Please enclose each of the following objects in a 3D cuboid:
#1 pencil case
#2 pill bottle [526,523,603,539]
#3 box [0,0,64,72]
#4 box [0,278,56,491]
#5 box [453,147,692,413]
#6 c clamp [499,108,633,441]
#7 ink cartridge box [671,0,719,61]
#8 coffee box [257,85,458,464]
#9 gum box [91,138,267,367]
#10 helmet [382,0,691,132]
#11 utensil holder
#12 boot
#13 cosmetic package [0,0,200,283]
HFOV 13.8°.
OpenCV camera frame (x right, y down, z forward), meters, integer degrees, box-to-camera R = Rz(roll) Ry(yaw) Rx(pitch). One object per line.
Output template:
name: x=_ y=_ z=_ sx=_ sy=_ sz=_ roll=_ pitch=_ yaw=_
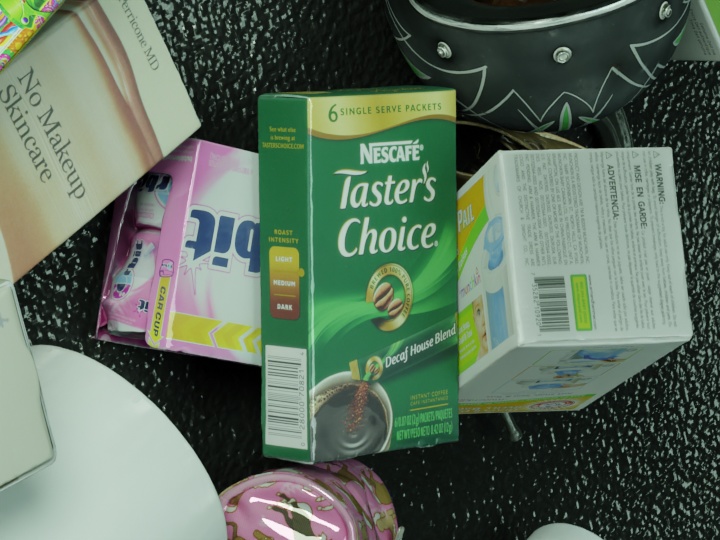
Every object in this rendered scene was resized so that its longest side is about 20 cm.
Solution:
pencil case: x=-0.029 y=0.145 z=1.623 sx=0.200 sy=0.086 sz=0.083 roll=9 pitch=69 yaw=-81
pill bottle: x=0.085 y=0.243 z=1.785 sx=0.200 sy=0.111 sz=0.113 roll=-46 pitch=124 yaw=-40
box: x=-0.238 y=-0.160 z=1.374 sx=0.200 sy=0.122 sz=0.193 roll=42 pitch=64 yaw=-8
box: x=-0.239 y=0.048 z=1.393 sx=0.078 sy=0.199 sz=0.096 roll=-28 pitch=113 yaw=-38
box: x=0.102 y=0.009 z=1.681 sx=0.101 sy=0.200 sz=0.113 roll=-2 pitch=76 yaw=-15
c clamp: x=0.113 y=-0.023 z=1.852 sx=0.200 sy=0.027 sz=0.171 roll=-44 pitch=118 yaw=-30
ink cartridge box: x=0.214 y=-0.206 z=1.802 sx=0.076 sy=0.199 sz=0.148 roll=-46 pitch=123 yaw=-30
coffee box: x=0.000 y=0.000 z=1.633 sx=0.122 sy=0.044 sz=0.202 roll=-4 pitch=96 yaw=-45
gum box: x=-0.055 y=-0.004 z=1.657 sx=0.199 sy=0.066 sz=0.114 roll=12 pitch=86 yaw=-44
helmet: x=0.100 y=-0.174 z=1.697 sx=0.199 sy=0.199 sz=0.192 roll=-10 pitch=89 yaw=-43
utensil holder: x=-0.186 y=0.159 z=1.484 sx=0.200 sy=0.169 sz=0.171 roll=-43 pitch=122 yaw=-35
boot: x=0.089 y=-0.054 z=1.766 sx=0.199 sy=0.075 sz=0.074 roll=12 pitch=85 yaw=-36
cosmetic package: x=-0.188 y=-0.060 z=1.508 sx=0.200 sy=0.087 sz=0.104 roll=-44 pitch=122 yaw=-32
